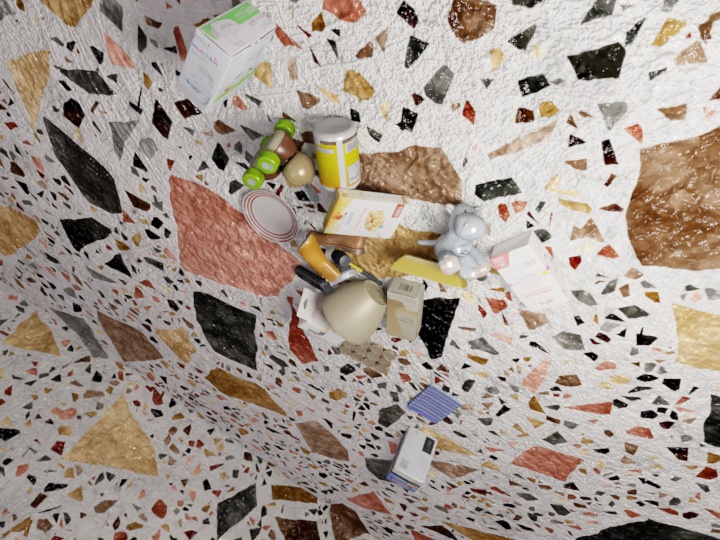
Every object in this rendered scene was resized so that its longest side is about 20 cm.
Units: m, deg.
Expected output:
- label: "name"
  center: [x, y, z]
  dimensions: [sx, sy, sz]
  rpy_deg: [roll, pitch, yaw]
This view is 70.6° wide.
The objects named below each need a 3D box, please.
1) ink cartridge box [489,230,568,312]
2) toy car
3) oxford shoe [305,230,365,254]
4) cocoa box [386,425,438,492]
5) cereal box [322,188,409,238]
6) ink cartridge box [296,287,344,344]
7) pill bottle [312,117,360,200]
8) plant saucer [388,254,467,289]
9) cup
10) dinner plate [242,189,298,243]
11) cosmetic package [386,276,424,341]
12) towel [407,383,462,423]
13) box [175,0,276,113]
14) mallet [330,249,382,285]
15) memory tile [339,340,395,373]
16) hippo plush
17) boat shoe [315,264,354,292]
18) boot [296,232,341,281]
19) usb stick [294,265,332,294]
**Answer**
- label: "ink cartridge box"
  center: [0.441, 0.007, 1.314]
  dimensions: [0.116, 0.068, 0.200]
  rpy_deg: [-24, 114, 43]
- label: "toy car"
  center: [-0.183, -0.266, 1.356]
  dimensions: [0.200, 0.164, 0.158]
  rpy_deg: [34, 140, -22]
- label: "oxford shoe"
  center: [-0.072, -0.101, 1.521]
  dimensions: [0.200, 0.071, 0.071]
  rpy_deg: [13, 105, 23]
- label: "cocoa box"
  center: [0.210, 0.768, 2.071]
  dimensions: [0.133, 0.200, 0.131]
  rpy_deg: [26, 139, 4]
- label: "cereal box"
  center: [0.013, -0.148, 1.357]
  dimensions: [0.200, 0.040, 0.144]
  rpy_deg: [3, 143, -21]
- label: "ink cartridge box"
  center: [-0.134, 0.154, 1.708]
  dimensions: [0.200, 0.117, 0.067]
  rpy_deg: [30, 143, -25]
- label: "pill bottle"
  center: [-0.057, -0.277, 1.296]
  dimensions: [0.109, 0.109, 0.200]
  rpy_deg: [13, 135, 19]
- label: "plant saucer"
  center: [0.196, -0.002, 1.393]
  dimensions: [0.200, 0.200, 0.049]
  rpy_deg: [16, 95, 15]
- label: "cup"
  center: [-0.001, 0.110, 1.596]
  dimensions: [0.200, 0.200, 0.143]
  rpy_deg: [43, 115, -13]
- label: "dinner plate"
  center: [-0.278, -0.170, 1.589]
  dimensions: [0.200, 0.024, 0.200]
  rpy_deg: [15, 135, 16]
- label: "cosmetic package"
  center: [0.139, 0.124, 1.595]
  dimensions: [0.105, 0.071, 0.200]
  rpy_deg: [14, 135, 18]
- label: "towel"
  center: [0.275, 0.509, 1.921]
  dimensions: [0.145, 0.024, 0.200]
  rpy_deg: [31, 138, -1]
- label: "box"
  center: [-0.305, -0.489, 1.169]
  dimensions: [0.097, 0.200, 0.176]
  rpy_deg: [38, 138, -8]
- label: "mallet"
  center: [0.000, 0.000, 1.534]
  dimensions: [0.200, 0.041, 0.066]
  rpy_deg: [32, -179, -27]
- label: "memory tile"
  center: [0.024, 0.301, 1.871]
  dimensions: [0.200, 0.017, 0.153]
  rpy_deg: [26, 138, 4]
- label: "hippo plush"
  center: [0.270, -0.084, 1.293]
  dimensions: [0.159, 0.200, 0.161]
  rpy_deg: [11, 115, -18]
- label: "boat shoe"
  center: [-0.093, 0.016, 1.633]
  dimensions: [0.200, 0.070, 0.066]
  rpy_deg: [-28, 85, 55]
- label: "boot"
  center: [-0.114, -0.032, 1.486]
  dimensions: [0.144, 0.071, 0.201]
  rpy_deg: [41, 169, -1]
- label: "usb stick"
  center: [-0.154, 0.028, 1.637]
  dimensions: [0.200, 0.033, 0.055]
  rpy_deg: [25, 153, 53]
